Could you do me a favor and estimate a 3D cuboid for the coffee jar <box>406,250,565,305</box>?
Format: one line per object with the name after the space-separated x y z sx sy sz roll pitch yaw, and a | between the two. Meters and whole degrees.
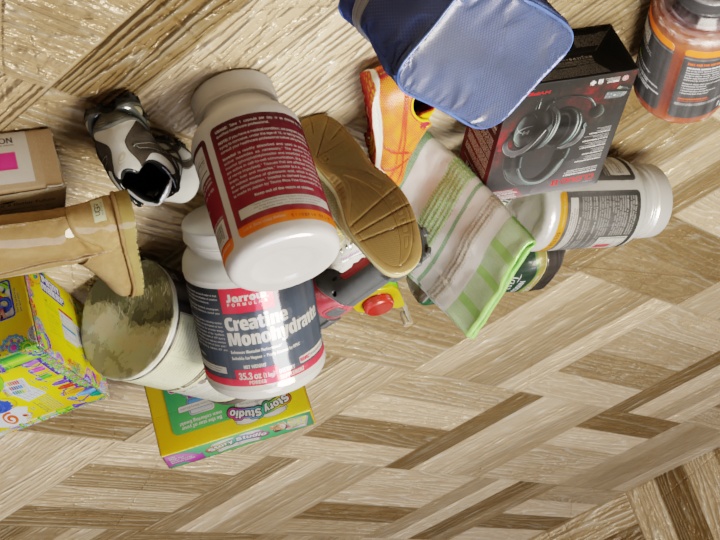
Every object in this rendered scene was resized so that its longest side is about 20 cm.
0.166 -0.013 1.787 0.199 0.086 0.104 -7 153 -23 | coffee jar

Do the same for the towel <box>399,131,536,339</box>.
0.093 -0.041 1.503 0.031 0.200 0.149 -5 133 -44 | towel

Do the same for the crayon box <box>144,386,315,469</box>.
-0.178 0.144 1.771 0.199 0.173 0.058 -17 155 -2 | crayon box

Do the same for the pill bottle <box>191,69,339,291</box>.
-0.099 -0.090 1.312 0.113 0.200 0.113 -15 155 -7 | pill bottle

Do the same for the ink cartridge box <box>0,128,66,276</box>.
-0.395 -0.055 1.332 0.199 0.075 0.165 -9 152 -19 | ink cartridge box

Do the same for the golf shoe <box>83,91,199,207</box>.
-0.212 -0.093 1.358 0.078 0.095 0.200 -24 156 10 | golf shoe

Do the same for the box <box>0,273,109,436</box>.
-0.426 0.098 1.569 0.192 0.122 0.200 -20 156 4 | box

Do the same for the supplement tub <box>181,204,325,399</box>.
-0.120 0.029 1.514 0.140 0.140 0.201 -14 113 -10 | supplement tub

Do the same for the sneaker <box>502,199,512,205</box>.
0.145 -0.101 1.593 0.200 0.075 0.076 -36 178 -7 | sneaker

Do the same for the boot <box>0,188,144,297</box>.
-0.317 -0.014 1.320 0.199 0.066 0.175 -12 150 -11 | boot

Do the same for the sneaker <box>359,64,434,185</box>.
0.043 -0.147 1.443 0.077 0.073 0.200 -12 155 -6 | sneaker

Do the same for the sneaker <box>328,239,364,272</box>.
-0.009 -0.031 1.625 0.200 0.075 0.100 -27 167 16 | sneaker

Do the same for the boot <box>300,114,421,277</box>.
-0.010 -0.052 1.462 0.073 0.200 0.156 -31 161 -20 | boot

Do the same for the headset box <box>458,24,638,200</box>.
0.198 -0.161 1.482 0.148 0.077 0.200 -10 142 -17 | headset box

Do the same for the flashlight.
0.000 0.000 1.547 0.200 0.068 0.068 -37 -173 43 | flashlight

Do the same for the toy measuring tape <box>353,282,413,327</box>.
0.022 0.038 1.815 0.073 0.074 0.200 -20 155 3 | toy measuring tape

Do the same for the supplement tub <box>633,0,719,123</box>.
0.348 -0.245 1.411 0.107 0.107 0.200 -16 156 -5 | supplement tub

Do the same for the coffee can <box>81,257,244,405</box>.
-0.214 0.076 1.638 0.146 0.147 0.200 -30 153 24 | coffee can

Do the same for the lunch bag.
0.088 -0.231 1.240 0.136 0.132 0.200 -46 145 18 | lunch bag

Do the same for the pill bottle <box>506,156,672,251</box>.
0.280 -0.084 1.683 0.200 0.117 0.116 -3 151 -29 | pill bottle
